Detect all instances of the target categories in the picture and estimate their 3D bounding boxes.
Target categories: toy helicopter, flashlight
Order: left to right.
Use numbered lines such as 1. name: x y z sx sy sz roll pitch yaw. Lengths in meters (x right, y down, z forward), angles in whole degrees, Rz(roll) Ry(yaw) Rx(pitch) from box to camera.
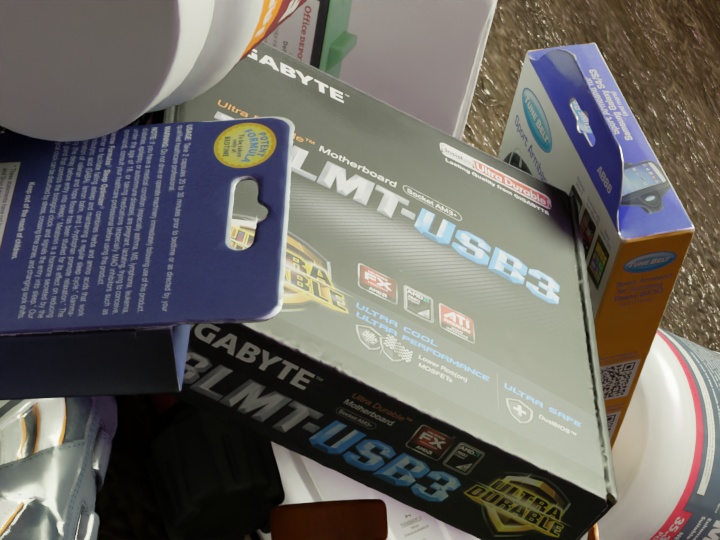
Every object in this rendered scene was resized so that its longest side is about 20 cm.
1. flashlight: -0.079 0.017 0.948 0.068 0.068 0.200 27 36 -50
2. toy helicopter: 0.053 0.134 0.934 0.200 0.132 0.079 19 65 -69

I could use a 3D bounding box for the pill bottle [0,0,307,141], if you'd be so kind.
1. pill bottle: -0.075 -0.123 0.811 0.114 0.114 0.200 53 27 -9

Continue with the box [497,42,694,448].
1. box: 0.098 -0.009 1.035 0.041 0.200 0.119 -7 51 -19

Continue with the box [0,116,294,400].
1. box: -0.122 -0.004 0.745 0.121 0.200 0.032 -88 174 -54

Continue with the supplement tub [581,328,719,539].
1. supplement tub: 0.149 0.101 1.205 0.200 0.140 0.140 21 41 -54

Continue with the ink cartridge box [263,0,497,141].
1. ink cartridge box: -0.045 -0.124 1.019 0.200 0.084 0.145 15 15 -5

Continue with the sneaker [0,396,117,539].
1. sneaker: -0.127 0.082 0.754 0.079 0.078 0.200 52 30 -5

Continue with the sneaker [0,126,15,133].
1. sneaker: -0.141 -0.053 0.875 0.071 0.098 0.201 35 30 -39

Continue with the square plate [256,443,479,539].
1. square plate: 0.018 0.127 1.052 0.198 0.028 0.200 61 23 11

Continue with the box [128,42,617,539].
1. box: 0.000 0.000 0.877 0.200 0.050 0.199 27 33 -18
